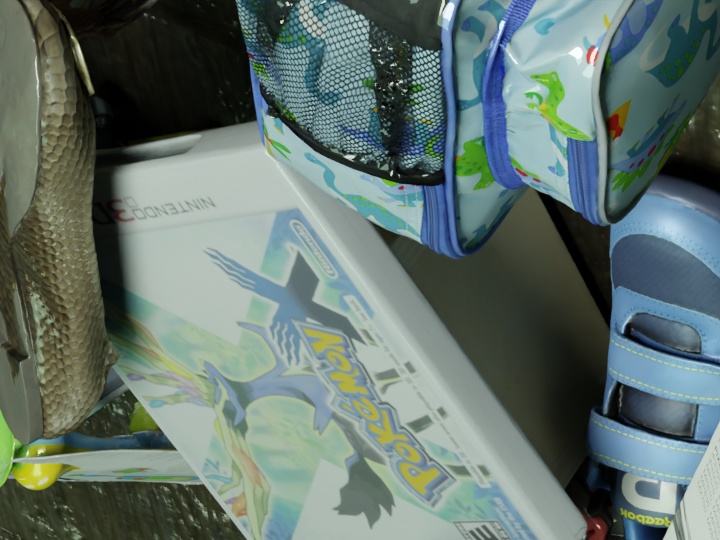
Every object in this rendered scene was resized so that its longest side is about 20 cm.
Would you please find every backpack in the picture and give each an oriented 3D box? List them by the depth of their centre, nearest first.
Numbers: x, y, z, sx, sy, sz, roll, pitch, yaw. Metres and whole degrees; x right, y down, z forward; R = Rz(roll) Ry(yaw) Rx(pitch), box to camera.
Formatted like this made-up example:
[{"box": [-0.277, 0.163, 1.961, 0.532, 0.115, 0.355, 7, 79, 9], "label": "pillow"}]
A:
[{"box": [0.047, -0.098, 0.848, 0.146, 0.184, 0.200, 28, 159, 10], "label": "backpack"}]

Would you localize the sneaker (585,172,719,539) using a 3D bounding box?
[{"box": [0.126, 0.049, 1.050, 0.074, 0.082, 0.201, 19, 143, 33], "label": "sneaker"}]

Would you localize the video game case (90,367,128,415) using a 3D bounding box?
[{"box": [-0.196, 0.029, 1.266, 0.181, 0.023, 0.200, 17, 157, -20], "label": "video game case"}]

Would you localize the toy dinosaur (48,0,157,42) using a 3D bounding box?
[{"box": [-0.076, -0.135, 1.001, 0.199, 0.086, 0.136, -18, 143, 2], "label": "toy dinosaur"}]

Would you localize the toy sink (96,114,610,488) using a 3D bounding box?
[{"box": [0.000, 0.000, 1.089, 0.130, 0.112, 0.200, 2, 134, 43], "label": "toy sink"}]

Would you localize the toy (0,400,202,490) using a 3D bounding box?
[{"box": [-0.084, 0.072, 1.257, 0.115, 0.199, 0.048, -13, 80, 51], "label": "toy"}]

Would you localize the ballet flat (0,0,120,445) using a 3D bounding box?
[{"box": [-0.111, -0.019, 0.997, 0.067, 0.046, 0.201, 50, 148, 44], "label": "ballet flat"}]

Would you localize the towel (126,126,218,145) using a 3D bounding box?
[{"box": [-0.130, -0.014, 1.245, 0.199, 0.018, 0.086, -6, 116, 35], "label": "towel"}]

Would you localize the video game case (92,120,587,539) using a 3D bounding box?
[{"box": [-0.031, 0.033, 1.035, 0.182, 0.022, 0.200, -7, 127, 50], "label": "video game case"}]

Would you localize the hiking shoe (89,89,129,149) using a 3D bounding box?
[{"box": [-0.137, -0.013, 1.114, 0.087, 0.200, 0.074, 50, 123, 3], "label": "hiking shoe"}]

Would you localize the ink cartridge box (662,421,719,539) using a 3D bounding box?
[{"box": [0.190, 0.120, 1.007, 0.146, 0.083, 0.200, -5, 148, -11], "label": "ink cartridge box"}]

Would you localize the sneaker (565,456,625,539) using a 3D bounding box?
[{"box": [0.113, 0.160, 1.165, 0.098, 0.071, 0.201, -29, 100, 24], "label": "sneaker"}]

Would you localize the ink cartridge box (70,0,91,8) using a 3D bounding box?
[{"box": [-0.154, -0.105, 1.120, 0.059, 0.104, 0.200, 40, 148, -3], "label": "ink cartridge box"}]
